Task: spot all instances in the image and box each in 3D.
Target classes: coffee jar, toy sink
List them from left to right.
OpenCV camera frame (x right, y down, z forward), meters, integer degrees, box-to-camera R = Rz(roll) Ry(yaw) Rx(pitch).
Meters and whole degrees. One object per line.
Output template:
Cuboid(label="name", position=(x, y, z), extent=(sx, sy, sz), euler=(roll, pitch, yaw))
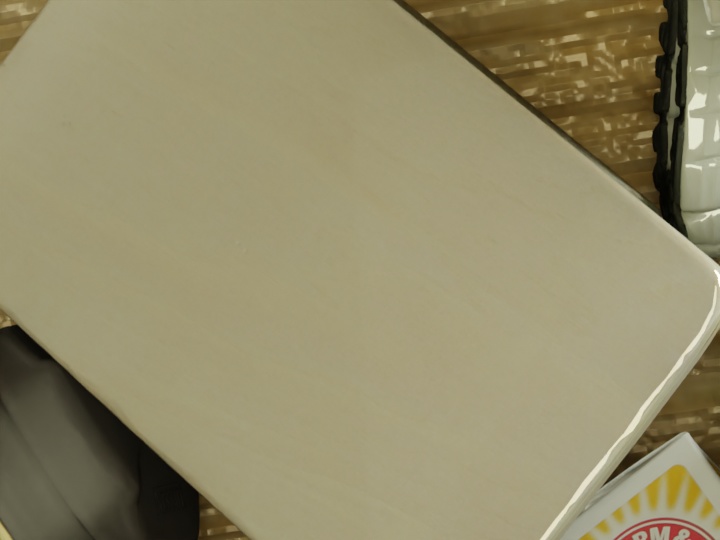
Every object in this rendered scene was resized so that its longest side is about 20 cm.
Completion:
Cuboid(label="coffee jar", position=(-0.141, 0.096, 0.802), extent=(0.199, 0.104, 0.086), euler=(-35, 84, 6))
Cuboid(label="toy sink", position=(0.000, 0.000, 0.764), extent=(0.200, 0.112, 0.131), euler=(39, 96, 19))

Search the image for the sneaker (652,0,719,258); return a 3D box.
Cuboid(label="sneaker", position=(0.131, -0.104, 0.784), extent=(0.088, 0.079, 0.202), euler=(2, 97, -2))

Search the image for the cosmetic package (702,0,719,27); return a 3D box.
Cuboid(label="cosmetic package", position=(0.175, -0.135, 0.716), extent=(0.199, 0.073, 0.104), euler=(-16, 96, -27))

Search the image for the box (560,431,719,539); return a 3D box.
Cuboid(label="box", position=(0.112, 0.159, 0.726), extent=(0.101, 0.112, 0.200), euler=(-38, 57, 6))
